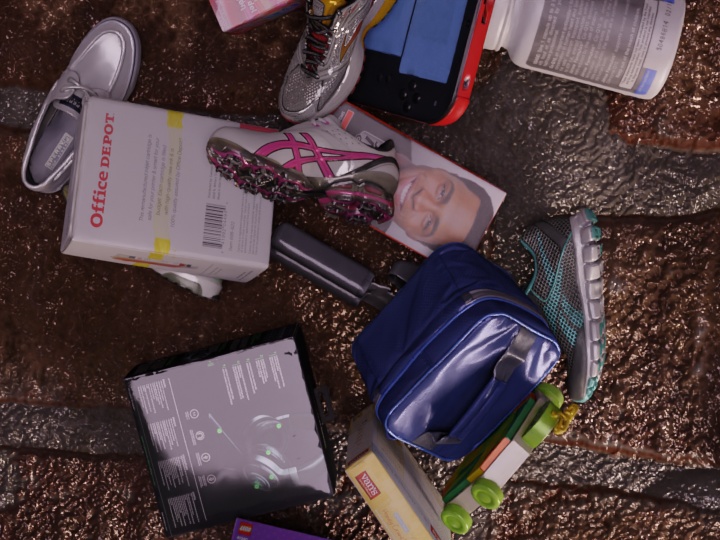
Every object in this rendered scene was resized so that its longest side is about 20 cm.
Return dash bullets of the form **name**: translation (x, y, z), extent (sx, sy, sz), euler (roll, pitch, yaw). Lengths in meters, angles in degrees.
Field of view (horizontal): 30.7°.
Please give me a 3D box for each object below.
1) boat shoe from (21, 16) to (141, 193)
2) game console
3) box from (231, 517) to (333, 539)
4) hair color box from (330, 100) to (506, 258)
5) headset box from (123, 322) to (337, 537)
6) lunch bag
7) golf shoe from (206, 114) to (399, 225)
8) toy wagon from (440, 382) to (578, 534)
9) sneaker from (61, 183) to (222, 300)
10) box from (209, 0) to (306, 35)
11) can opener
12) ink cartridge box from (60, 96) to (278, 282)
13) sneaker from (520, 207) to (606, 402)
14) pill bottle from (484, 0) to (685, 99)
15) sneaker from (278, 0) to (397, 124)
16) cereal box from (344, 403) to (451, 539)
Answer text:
- **boat shoe**: translation (-0.289, -0.168, 1.357), extent (0.073, 0.065, 0.202), euler (25, 97, -2)
- **game console**: translation (0.059, -0.253, 1.301), extent (0.031, 0.176, 0.203), euler (8, 100, -44)
- **box**: translation (-0.043, 0.322, 1.383), extent (0.197, 0.137, 0.040), euler (14, 58, -1)
- **hair color box**: translation (0.041, -0.087, 1.363), extent (0.198, 0.061, 0.102), euler (28, 96, -3)
- **headset box**: translation (-0.126, 0.164, 1.382), extent (0.197, 0.093, 0.177), euler (-15, 96, 3)
- **lunch bag**: translation (0.091, 0.094, 1.318), extent (0.135, 0.133, 0.201), euler (27, 111, -36)
- **golf shoe**: translation (-0.055, -0.111, 1.286), extent (0.197, 0.072, 0.093), euler (15, 70, -21)
- **toy wagon**: translation (0.151, 0.176, 1.319), extent (0.039, 0.155, 0.200), euler (39, 141, 2)
- **sneaker**: translation (-0.217, -0.049, 1.377), extent (0.198, 0.077, 0.089), euler (30, 84, -8)
- **box**: translation (-0.129, -0.347, 1.313), extent (0.094, 0.103, 0.202), euler (-23, 95, 6)
- **can opener**: translation (0.000, 0.000, 1.389), extent (0.198, 0.053, 0.067), euler (30, 65, -2)
- **ink cartridge box**: translation (-0.190, -0.079, 1.309), extent (0.197, 0.083, 0.147), euler (9, 77, -20)
- **sneaker**: translation (0.210, 0.037, 1.379), extent (0.090, 0.077, 0.203), euler (-3, 94, 17)
- **pill bottle**: translation (0.212, -0.250, 1.312), extent (0.197, 0.114, 0.115), euler (15, 97, -1)
- **sneaker**: translation (-0.033, -0.241, 1.300), extent (0.077, 0.082, 0.202), euler (30, 99, 30)
- **cereal box**: translation (0.039, 0.223, 1.332), extent (0.039, 0.200, 0.145), euler (-34, 95, 6)
